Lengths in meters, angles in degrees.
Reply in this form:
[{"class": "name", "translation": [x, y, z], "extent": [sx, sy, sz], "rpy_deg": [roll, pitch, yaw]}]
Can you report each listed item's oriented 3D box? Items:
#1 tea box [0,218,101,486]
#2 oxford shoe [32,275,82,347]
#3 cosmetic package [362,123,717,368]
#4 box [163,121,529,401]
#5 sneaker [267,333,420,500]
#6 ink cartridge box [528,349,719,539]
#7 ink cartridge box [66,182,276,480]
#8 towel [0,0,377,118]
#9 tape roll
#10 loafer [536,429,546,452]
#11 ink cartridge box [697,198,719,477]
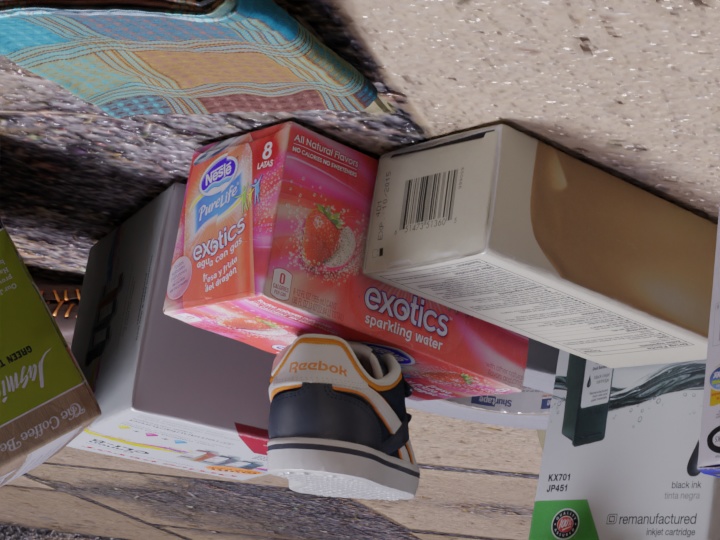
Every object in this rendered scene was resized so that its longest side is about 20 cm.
[{"class": "tea box", "translation": [-0.273, 0.047, 1.141], "extent": [0.133, 0.198, 0.200], "rpy_deg": [-27, 178, -20]}, {"class": "oxford shoe", "translation": [-0.228, 0.028, 1.391], "extent": [0.199, 0.072, 0.073], "rpy_deg": [15, 145, -37]}, {"class": "cosmetic package", "translation": [0.110, -0.008, 1.014], "extent": [0.199, 0.072, 0.105], "rpy_deg": [21, 160, -37]}, {"class": "box", "translation": [0.000, 0.000, 1.056], "extent": [0.199, 0.103, 0.094], "rpy_deg": [22, 159, -37]}, {"class": "sneaker", "translation": [-0.006, 0.084, 1.027], "extent": [0.078, 0.080, 0.200], "rpy_deg": [2, 168, 6]}, {"class": "ink cartridge box", "translation": [0.187, 0.094, 1.104], "extent": [0.083, 0.201, 0.146], "rpy_deg": [24, 159, -35]}, {"class": "ink cartridge box", "translation": [-0.097, 0.048, 1.202], "extent": [0.144, 0.146, 0.200], "rpy_deg": [14, 165, -19]}, {"class": "towel", "translation": [-0.087, -0.096, 0.834], "extent": [0.146, 0.022, 0.200], "rpy_deg": [0, 172, 17]}, {"class": "tape roll", "translation": [0.094, 0.056, 1.272], "extent": [0.199, 0.067, 0.200], "rpy_deg": [8, 166, 2]}, {"class": "loafer", "translation": [0.230, 0.129, 1.455], "extent": [0.199, 0.069, 0.076], "rpy_deg": [2, 164, 24]}, {"class": "ink cartridge box", "translation": [0.219, 0.024, 0.818], "extent": [0.076, 0.201, 0.136], "rpy_deg": [15, 164, -21]}]
